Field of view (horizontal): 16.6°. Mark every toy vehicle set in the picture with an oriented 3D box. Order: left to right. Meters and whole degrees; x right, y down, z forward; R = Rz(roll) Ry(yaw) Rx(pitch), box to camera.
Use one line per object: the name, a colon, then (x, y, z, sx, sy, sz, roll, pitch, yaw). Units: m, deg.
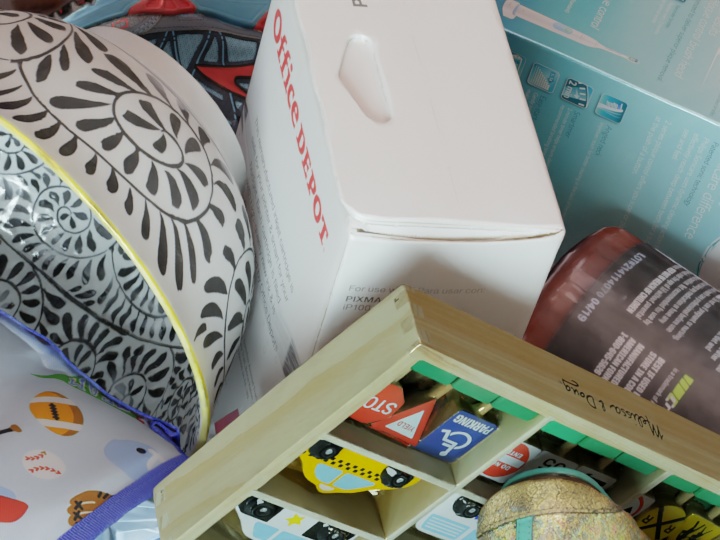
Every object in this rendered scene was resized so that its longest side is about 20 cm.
toy vehicle set: (0.043, 0.081, 0.864, 0.200, 0.124, 0.027, 25, 36, -39)

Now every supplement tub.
supplement tub: (0.149, 0.077, 0.971, 0.200, 0.107, 0.107, 36, 48, 16)

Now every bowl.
bowl: (-0.104, -0.029, 0.915, 0.201, 0.201, 0.094, 35, 62, 16)

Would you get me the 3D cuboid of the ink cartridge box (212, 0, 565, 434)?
ink cartridge box: (0.000, 0.000, 0.931, 0.083, 0.200, 0.147, 1, 48, -16)

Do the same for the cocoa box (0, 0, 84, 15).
cocoa box: (-0.154, -0.176, 1.009, 0.200, 0.133, 0.131, -18, 59, -27)

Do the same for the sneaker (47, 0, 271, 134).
sneaker: (-0.065, -0.068, 1.031, 0.200, 0.079, 0.096, -8, 68, -45)

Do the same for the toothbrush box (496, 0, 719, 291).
toothbrush box: (0.111, -0.048, 1.046, 0.200, 0.146, 0.085, 24, 46, 7)

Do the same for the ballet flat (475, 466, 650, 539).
ballet flat: (0.101, 0.143, 0.866, 0.071, 0.200, 0.071, -21, 46, 23)

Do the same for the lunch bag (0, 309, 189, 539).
lunch bag: (-0.173, 0.092, 0.851, 0.170, 0.124, 0.200, 32, 55, 15)
